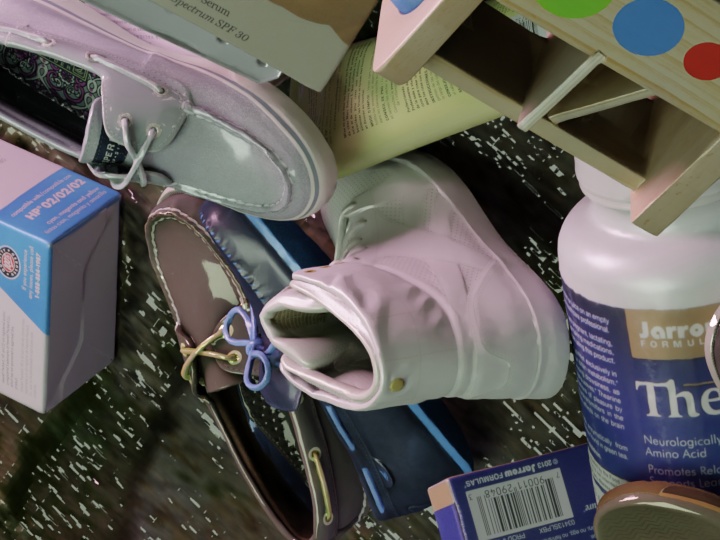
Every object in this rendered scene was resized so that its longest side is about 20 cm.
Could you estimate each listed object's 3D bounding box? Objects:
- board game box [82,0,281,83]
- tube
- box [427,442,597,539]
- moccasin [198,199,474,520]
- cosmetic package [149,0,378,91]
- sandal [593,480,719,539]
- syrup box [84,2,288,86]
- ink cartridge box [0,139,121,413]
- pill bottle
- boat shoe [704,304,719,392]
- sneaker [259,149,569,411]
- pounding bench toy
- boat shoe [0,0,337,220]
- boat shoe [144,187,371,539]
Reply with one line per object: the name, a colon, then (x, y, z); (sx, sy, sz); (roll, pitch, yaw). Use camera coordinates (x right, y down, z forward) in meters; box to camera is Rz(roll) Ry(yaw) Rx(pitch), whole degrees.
board game box: (-0.082, -0.209, 1.245); (0.199, 0.026, 0.200); (25, 111, -14)
tube: (0.036, -0.090, 1.315); (0.200, 0.058, 0.052); (-17, 108, 40)
box: (0.115, 0.183, 1.330); (0.032, 0.121, 0.201); (-36, 68, 64)
moccasin: (-0.022, 0.048, 1.396); (0.068, 0.081, 0.200); (-34, 105, 11)
cosmetic package: (-0.010, -0.189, 1.204); (0.105, 0.071, 0.200); (26, 111, -14)
sandal: (0.169, 0.177, 1.235); (0.080, 0.054, 0.200); (-24, 103, 37)
syrup box: (-0.088, -0.181, 1.330); (0.079, 0.081, 0.201); (6, 122, 34)
ink cartridge box: (-0.230, -0.019, 1.546); (0.200, 0.068, 0.115); (24, 128, 23)
pill bottle: (0.147, 0.021, 1.258); (0.111, 0.111, 0.201); (7, 121, 33)
boat shoe: (0.225, 0.072, 1.219); (0.200, 0.067, 0.057); (42, 166, -35)
sneaker: (0.000, 0.000, 1.305); (0.200, 0.115, 0.074); (44, 133, 53)
pounding bench toy: (0.114, -0.147, 1.096); (0.156, 0.124, 0.200); (29, 129, -19)
boat shoe: (-0.109, -0.068, 1.311); (0.200, 0.072, 0.070); (27, 130, 15)
boat shoe: (-0.055, 0.050, 1.462); (0.072, 0.060, 0.202); (-21, 103, 43)
